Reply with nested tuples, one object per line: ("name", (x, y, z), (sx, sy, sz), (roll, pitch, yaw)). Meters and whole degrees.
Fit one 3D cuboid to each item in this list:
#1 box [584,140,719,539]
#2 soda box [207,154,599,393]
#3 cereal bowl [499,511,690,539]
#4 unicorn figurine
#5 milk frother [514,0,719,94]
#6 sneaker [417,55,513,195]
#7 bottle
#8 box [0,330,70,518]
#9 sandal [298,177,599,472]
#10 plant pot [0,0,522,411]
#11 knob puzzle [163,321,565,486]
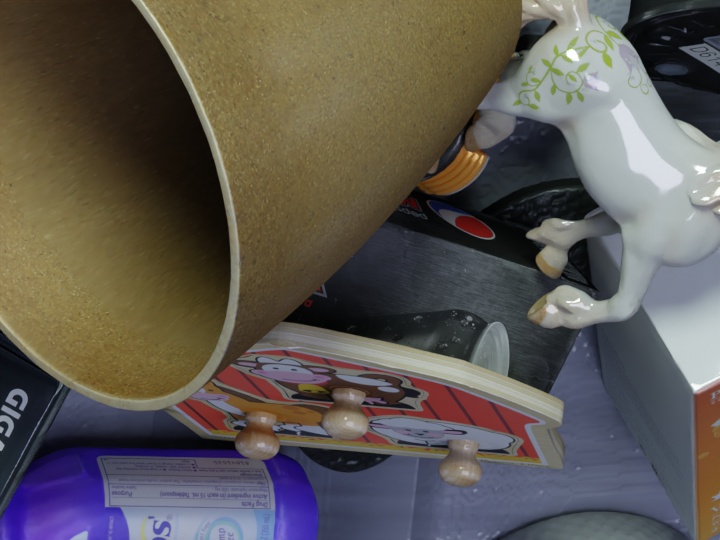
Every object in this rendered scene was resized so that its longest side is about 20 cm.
("box", (0.181, 0.026, 1.147), (0.124, 0.098, 0.200), (-27, 155, -4))
("soda box", (0.000, 0.000, 1.068), (0.199, 0.063, 0.071), (17, 107, -32))
("cereal bowl", (0.119, 0.229, 1.287), (0.198, 0.083, 0.202), (-8, 118, -16))
("unicorn figurine", (0.111, -0.040, 1.011), (0.137, 0.074, 0.200), (-29, 120, 35))
("milk frother", (0.144, -0.169, 1.081), (0.180, 0.198, 0.190), (35, 59, -64))
("sneaker", (0.032, -0.134, 1.060), (0.077, 0.078, 0.202), (10, 93, -30))
("bottle", (-0.121, 0.123, 1.160), (0.198, 0.065, 0.084), (3, 118, -20))
("box", (-0.231, 0.083, 1.076), (0.158, 0.046, 0.201), (31, 104, 0))
("sandal", (0.044, 0.015, 1.183), (0.200, 0.048, 0.075), (-37, 123, 16))
("plant pot", (-0.038, -0.075, 0.918), (0.199, 0.186, 0.188), (-29, 125, -37))
("knob puzzle", (-0.012, 0.061, 1.072), (0.218, 0.219, 0.031), (16, 74, -25))
